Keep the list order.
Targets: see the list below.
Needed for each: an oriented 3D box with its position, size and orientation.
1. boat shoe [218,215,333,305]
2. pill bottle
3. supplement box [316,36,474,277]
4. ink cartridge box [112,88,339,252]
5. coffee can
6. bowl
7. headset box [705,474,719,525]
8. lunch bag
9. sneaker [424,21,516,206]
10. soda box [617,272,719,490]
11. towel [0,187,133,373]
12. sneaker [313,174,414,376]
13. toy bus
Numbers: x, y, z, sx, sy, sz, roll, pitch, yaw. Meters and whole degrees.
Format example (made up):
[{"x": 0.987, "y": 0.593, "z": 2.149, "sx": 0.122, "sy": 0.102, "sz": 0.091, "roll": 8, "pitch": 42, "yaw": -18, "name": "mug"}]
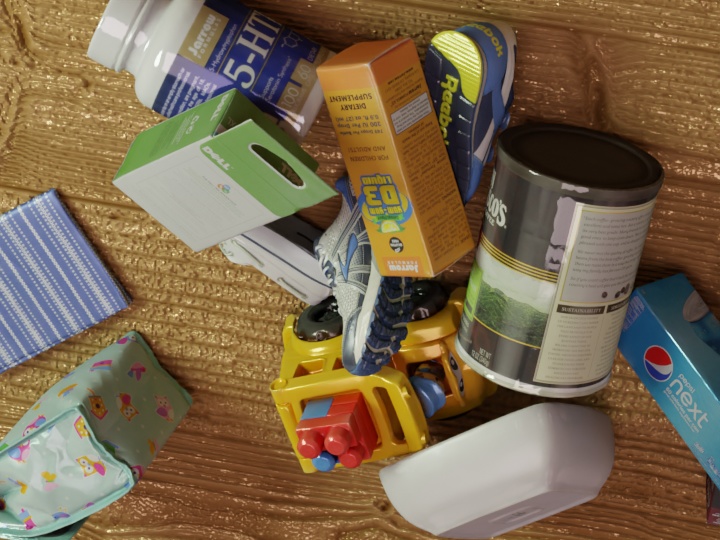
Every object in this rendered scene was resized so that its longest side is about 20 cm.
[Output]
[{"x": -0.102, "y": -0.032, "z": 1.688, "sx": 0.200, "sy": 0.074, "sz": 0.067, "roll": 36, "pitch": 119, "yaw": -11, "name": "boat shoe"}, {"x": -0.129, "y": -0.180, "z": 1.580, "sx": 0.200, "sy": 0.120, "sz": 0.120, "roll": 27, "pitch": 121, "yaw": -6, "name": "pill bottle"}, {"x": 0.031, "y": -0.095, "z": 1.557, "sx": 0.066, "sy": 0.069, "sz": 0.200, "roll": 0, "pitch": 118, "yaw": 42, "name": "supplement box"}, {"x": -0.107, "y": -0.089, "z": 1.529, "sx": 0.104, "sy": 0.059, "sz": 0.200, "roll": 41, "pitch": 144, "yaw": -25, "name": "ink cartridge box"}, {"x": 0.173, "y": -0.010, "z": 1.593, "sx": 0.146, "sy": 0.146, "sz": 0.200, "roll": 12, "pitch": 114, "yaw": 3, "name": "coffee can"}, {"x": 0.138, "y": 0.197, "z": 1.708, "sx": 0.199, "sy": 0.200, "sz": 0.075, "roll": -24, "pitch": 71, "yaw": 22, "name": "bowl"}, {"x": 0.411, "y": 0.167, "z": 1.707, "sx": 0.148, "sy": 0.077, "sz": 0.200, "roll": 9, "pitch": 120, "yaw": 5, "name": "headset box"}, {"x": -0.286, "y": 0.178, "z": 1.788, "sx": 0.200, "sy": 0.170, "sz": 0.122, "roll": -34, "pitch": 101, "yaw": 26, "name": "lunch bag"}, {"x": 0.094, "y": -0.131, "z": 1.586, "sx": 0.074, "sy": 0.082, "sz": 0.200, "roll": 34, "pitch": 135, "yaw": 21, "name": "sneaker"}, {"x": 0.309, "y": 0.102, "z": 1.626, "sx": 0.200, "sy": 0.068, "sz": 0.064, "roll": 57, "pitch": 139, "yaw": 21, "name": "soda box"}, {"x": -0.341, "y": 0.016, "z": 1.796, "sx": 0.200, "sy": 0.024, "sz": 0.145, "roll": -25, "pitch": 110, "yaw": 21, "name": "towel"}, {"x": 0.000, "y": 0.000, "z": 1.647, "sx": 0.085, "sy": 0.200, "sz": 0.077, "roll": 0, "pitch": 160, "yaw": 26, "name": "sneaker"}, {"x": 0.016, "y": 0.115, "z": 1.682, "sx": 0.200, "sy": 0.192, "sz": 0.136, "roll": -11, "pitch": 116, "yaw": 18, "name": "toy bus"}]
